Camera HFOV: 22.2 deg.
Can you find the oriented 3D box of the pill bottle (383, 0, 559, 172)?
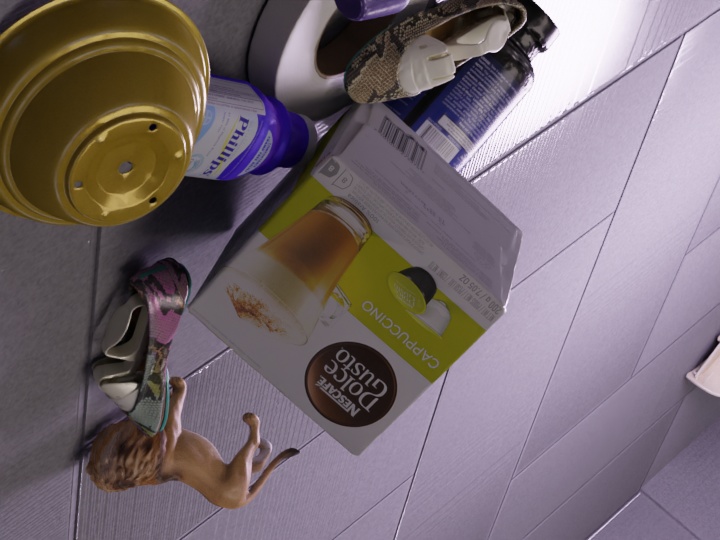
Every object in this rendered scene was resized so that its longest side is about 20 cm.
[{"bbox_3d":[0.095,-0.178,1.754,0.200,0.112,0.112,-49,158,-1],"label":"pill bottle"}]

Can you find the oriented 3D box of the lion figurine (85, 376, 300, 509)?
[{"bbox_3d":[-0.162,0.186,1.792,0.072,0.199,0.123,-47,-157,58],"label":"lion figurine"}]

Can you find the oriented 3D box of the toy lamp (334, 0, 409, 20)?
[{"bbox_3d":[0.056,-0.262,1.521,0.200,0.058,0.058,-37,155,-35],"label":"toy lamp"}]

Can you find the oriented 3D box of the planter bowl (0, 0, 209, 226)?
[{"bbox_3d":[-0.181,-0.094,1.305,0.200,0.084,0.201,-20,137,-20],"label":"planter bowl"}]

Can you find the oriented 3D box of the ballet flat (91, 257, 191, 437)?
[{"bbox_3d":[-0.203,0.073,1.658,0.071,0.069,0.201,-11,135,-31],"label":"ballet flat"}]

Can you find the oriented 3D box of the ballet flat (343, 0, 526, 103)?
[{"bbox_3d":[0.075,-0.200,1.626,0.200,0.075,0.068,-34,131,-35],"label":"ballet flat"}]

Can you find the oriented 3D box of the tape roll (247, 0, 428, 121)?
[{"bbox_3d":[-0.014,-0.217,1.578,0.203,0.037,0.203,-41,157,-21],"label":"tape roll"}]

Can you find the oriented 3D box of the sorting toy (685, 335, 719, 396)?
[{"bbox_3d":[0.766,0.181,3.548,0.200,0.180,0.107,-55,158,13],"label":"sorting toy"}]

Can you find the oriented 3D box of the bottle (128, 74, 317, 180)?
[{"bbox_3d":[-0.112,-0.114,1.483,0.084,0.065,0.200,-52,151,21],"label":"bottle"}]

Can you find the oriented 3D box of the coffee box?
[{"bbox_3d":[0.000,0.000,1.609,0.198,0.200,0.200,-45,-171,21],"label":"coffee box"}]
